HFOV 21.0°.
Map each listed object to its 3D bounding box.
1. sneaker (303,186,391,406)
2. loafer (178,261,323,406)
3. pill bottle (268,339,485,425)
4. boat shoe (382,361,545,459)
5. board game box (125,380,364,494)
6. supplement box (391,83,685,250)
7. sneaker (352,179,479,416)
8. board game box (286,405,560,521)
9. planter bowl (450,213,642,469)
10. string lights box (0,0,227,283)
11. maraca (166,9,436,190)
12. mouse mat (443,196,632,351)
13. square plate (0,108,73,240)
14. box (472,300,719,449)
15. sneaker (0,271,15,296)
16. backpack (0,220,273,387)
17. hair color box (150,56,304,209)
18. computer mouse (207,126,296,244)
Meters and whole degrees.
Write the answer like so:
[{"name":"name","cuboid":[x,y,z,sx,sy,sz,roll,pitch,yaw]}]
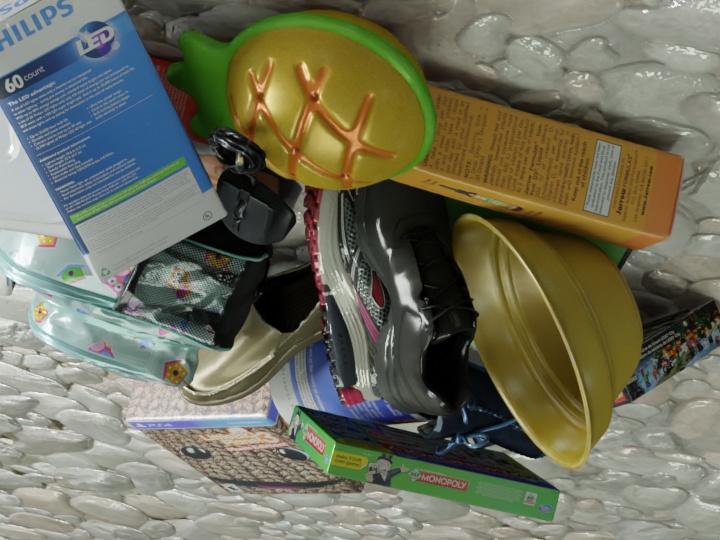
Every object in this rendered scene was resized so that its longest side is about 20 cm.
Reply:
[{"name":"sneaker","cuboid":[0.000,0.000,1.479,0.074,0.202,0.081,-11,-163,-4]},{"name":"loafer","cuboid":[-0.082,0.043,1.631,0.199,0.076,0.067,-34,147,14]},{"name":"pill bottle","cuboid":[0.027,0.078,1.677,0.199,0.113,0.112,-7,151,33]},{"name":"boat shoe","cuboid":[0.063,0.110,1.563,0.199,0.069,0.084,25,148,-6]},{"name":"board game box","cuboid":[-0.101,0.136,1.874,0.158,0.098,0.200,-4,152,29]},{"name":"supplement box","cuboid":[0.122,-0.072,1.360,0.198,0.069,0.067,13,171,-11]},{"name":"sneaker","cuboid":[0.050,0.011,1.413,0.075,0.202,0.091,-15,-167,-23]},{"name":"board game box","cuboid":[0.050,0.159,1.607,0.198,0.029,0.135,14,-176,-18]},{"name":"planter bowl","cuboid":[0.149,0.036,1.414,0.083,0.201,0.201,-23,160,-14]},{"name":"string lights box","cuboid":[-0.177,-0.102,1.289,0.102,0.059,0.201,-28,122,-5]},{"name":"maraca","cuboid":[-0.040,-0.114,1.298,0.199,0.107,0.138,3,131,31]},{"name":"mouse mat","cuboid":[0.112,-0.008,1.477,0.160,0.008,0.201,22,133,-3]},{"name":"square plate","cuboid":[-0.264,-0.111,1.350,0.198,0.028,0.200,6,119,13]},{"name":"box","cuboid":[0.195,0.089,1.629,0.136,0.038,0.200,-26,-179,-39]},{"name":"sneaker","cuboid":[-0.330,-0.067,1.564,0.114,0.081,0.200,11,149,7]},{"name":"backpack","cuboid":[-0.188,-0.008,1.509,0.199,0.154,0.176,27,-170,-15]},{"name":"hair color box","cuboid":[-0.136,-0.101,1.419,0.198,0.062,0.102,14,154,-8]},{"name":"computer mouse","cuboid":[-0.080,-0.053,1.330,0.058,0.034,0.200,35,170,12]}]
